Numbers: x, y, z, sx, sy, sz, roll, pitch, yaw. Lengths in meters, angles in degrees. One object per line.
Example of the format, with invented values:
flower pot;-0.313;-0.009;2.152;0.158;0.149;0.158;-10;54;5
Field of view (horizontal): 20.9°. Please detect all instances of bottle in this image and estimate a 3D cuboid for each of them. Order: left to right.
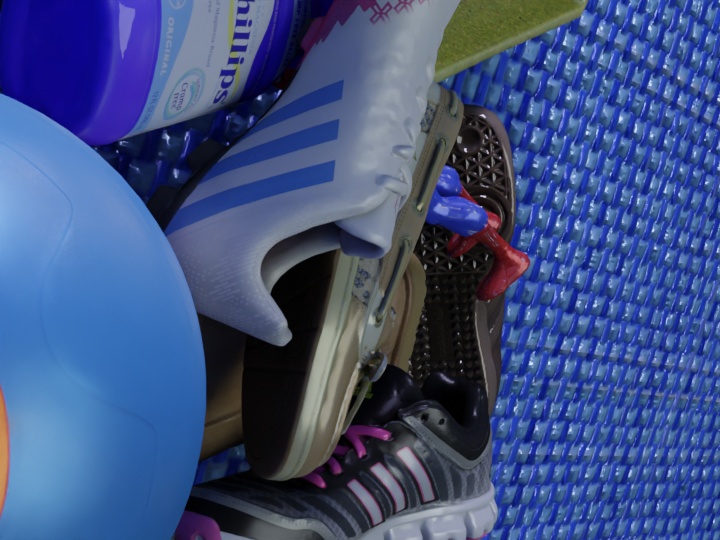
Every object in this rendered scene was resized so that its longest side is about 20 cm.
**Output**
bottle;-0.062;-0.108;0.810;0.200;0.065;0.084;-24;134;-54

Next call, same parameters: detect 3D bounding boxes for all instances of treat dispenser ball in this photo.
treat dispenser ball;-0.148;0.039;0.610;0.201;0.201;0.201;-39;139;-44

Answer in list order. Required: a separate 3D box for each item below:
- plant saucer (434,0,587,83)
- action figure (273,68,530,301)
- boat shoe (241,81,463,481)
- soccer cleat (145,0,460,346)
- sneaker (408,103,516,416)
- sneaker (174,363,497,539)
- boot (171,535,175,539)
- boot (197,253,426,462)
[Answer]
plant saucer;0.063;-0.209;0.987;0.200;0.048;0.200;-29;132;-51
action figure;0.011;-0.054;0.963;0.052;0.065;0.200;-35;132;10
boat shoe;0.000;0.000;0.860;0.063;0.073;0.200;22;75;-26
soccer cleat;-0.001;-0.057;0.806;0.200;0.086;0.070;-51;164;-5
sneaker;0.050;-0.004;1.098;0.076;0.070;0.200;-72;167;-67
sneaker;-0.007;0.087;0.909;0.200;0.074;0.088;-3;102;-45
boot;-0.050;0.176;0.859;0.090;0.200;0.073;-21;133;-79
boot;-0.054;0.073;0.953;0.200;0.066;0.175;-16;117;-54
